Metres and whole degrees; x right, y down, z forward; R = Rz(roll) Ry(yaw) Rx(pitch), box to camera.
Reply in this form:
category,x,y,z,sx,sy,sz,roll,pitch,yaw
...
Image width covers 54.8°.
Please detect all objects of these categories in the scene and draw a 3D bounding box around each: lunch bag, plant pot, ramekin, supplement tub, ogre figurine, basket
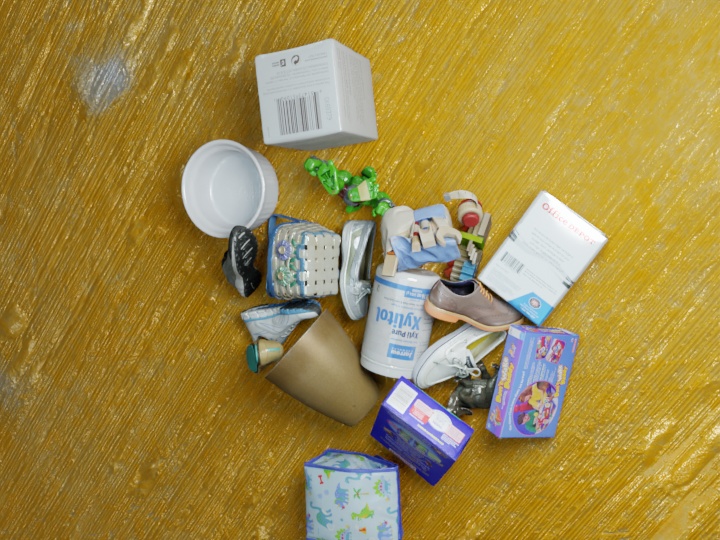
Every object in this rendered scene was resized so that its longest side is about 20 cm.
category,x,y,z,sx,sy,sz,roll,pitch,yaw
lunch bag,-0.007,0.470,1.424,0.198,0.127,0.173,-1,94,30
plant pot,-0.061,0.215,1.407,0.200,0.186,0.186,44,108,-1
ramekin,-0.271,-0.173,1.477,0.198,0.098,0.203,2,96,20
supplement tub,0.078,0.095,1.355,0.130,0.132,0.203,13,99,19
ogre figurine,-0.011,-0.161,1.370,0.198,0.120,0.099,12,95,17
basket,-0.134,-0.025,1.428,0.199,0.138,0.179,8,99,54

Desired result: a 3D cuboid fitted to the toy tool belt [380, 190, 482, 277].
category,x,y,z,sx,sy,sz,roll,pitch,yaw
toy tool belt,0.130,-0.052,1.256,0.198,0.125,0.124,-14,47,15

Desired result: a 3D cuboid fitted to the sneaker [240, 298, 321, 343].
category,x,y,z,sx,sy,sz,roll,pitch,yaw
sneaker,-0.161,0.112,1.482,0.198,0.075,0.088,-10,99,32

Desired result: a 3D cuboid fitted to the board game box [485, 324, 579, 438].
category,x,y,z,sx,sy,sz,roll,pitch,yaw
board game box,0.317,0.205,1.278,0.045,0.133,0.203,28,109,60

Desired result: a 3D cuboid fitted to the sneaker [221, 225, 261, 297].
category,x,y,z,sx,sy,sz,roll,pitch,yaw
sneaker,-0.260,-0.022,1.452,0.079,0.074,0.201,29,145,15

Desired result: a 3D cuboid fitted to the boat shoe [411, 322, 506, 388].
category,x,y,z,sx,sy,sz,roll,pitch,yaw
boat shoe,0.193,0.167,1.307,0.201,0.086,0.075,-34,126,-7

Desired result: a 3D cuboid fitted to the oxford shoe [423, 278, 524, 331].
category,x,y,z,sx,sy,sz,roll,pitch,yaw
oxford shoe,0.220,0.060,1.280,0.197,0.072,0.074,8,122,-17

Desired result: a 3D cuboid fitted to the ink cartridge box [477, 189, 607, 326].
category,x,y,z,sx,sy,sz,roll,pitch,yaw
ink cartridge box,0.334,-0.025,1.273,0.146,0.084,0.201,39,106,12

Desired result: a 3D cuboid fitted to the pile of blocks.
category,x,y,z,sx,sy,sz,roll,pitch,yaw
pile of blocks,0.195,-0.019,1.327,0.061,0.082,0.202,17,101,17

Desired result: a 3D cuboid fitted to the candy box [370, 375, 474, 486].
category,x,y,z,sx,sy,sz,roll,pitch,yaw
candy box,0.111,0.311,1.331,0.168,0.201,0.077,36,62,13

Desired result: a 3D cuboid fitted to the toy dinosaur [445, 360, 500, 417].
category,x,y,z,sx,sy,sz,roll,pitch,yaw
toy dinosaur,0.238,0.232,1.349,0.198,0.077,0.103,-18,109,5

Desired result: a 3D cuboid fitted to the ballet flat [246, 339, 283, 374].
category,x,y,z,sx,sy,sz,roll,pitch,yaw
ballet flat,-0.200,0.181,1.462,0.062,0.200,0.070,-7,84,-16

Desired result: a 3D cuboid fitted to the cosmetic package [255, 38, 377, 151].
category,x,y,z,sx,sy,sz,roll,pitch,yaw
cosmetic package,-0.079,-0.328,1.337,0.163,0.200,0.167,-5,94,20

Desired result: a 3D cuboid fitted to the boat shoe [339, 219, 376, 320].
category,x,y,z,sx,sy,sz,roll,pitch,yaw
boat shoe,0.001,-0.001,1.407,0.064,0.074,0.205,0,88,24
